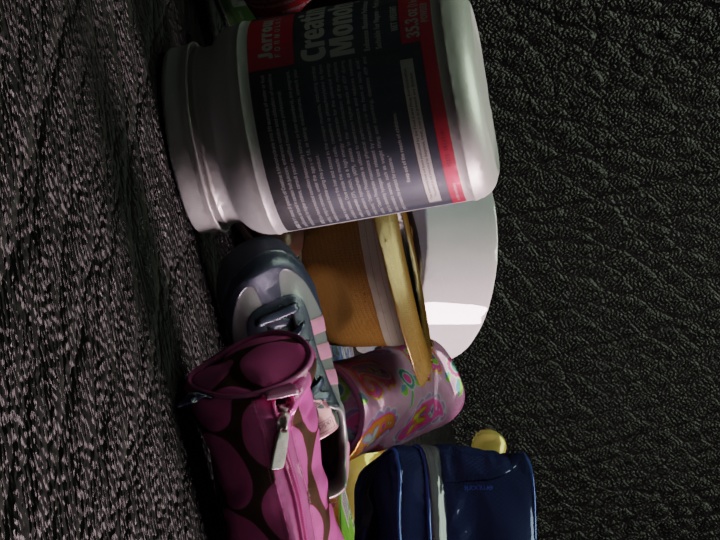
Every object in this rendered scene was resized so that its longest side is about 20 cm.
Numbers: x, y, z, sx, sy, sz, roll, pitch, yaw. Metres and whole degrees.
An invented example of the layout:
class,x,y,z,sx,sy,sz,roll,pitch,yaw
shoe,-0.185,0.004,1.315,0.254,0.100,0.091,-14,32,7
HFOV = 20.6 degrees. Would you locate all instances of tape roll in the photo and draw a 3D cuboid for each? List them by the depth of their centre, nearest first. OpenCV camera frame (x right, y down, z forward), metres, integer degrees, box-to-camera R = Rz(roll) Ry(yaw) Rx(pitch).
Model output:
class,x,y,z,sx,sy,sz,roll,pitch,yaw
tape roll,0.044,-0.020,1.735,0.202,0.071,0.203,-179,-90,-65

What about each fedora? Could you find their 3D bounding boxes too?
class,x,y,z,sx,sy,sz,roll,pitch,yaw
fedora,0.000,0.000,1.466,0.201,0.082,0.201,-12,90,-86

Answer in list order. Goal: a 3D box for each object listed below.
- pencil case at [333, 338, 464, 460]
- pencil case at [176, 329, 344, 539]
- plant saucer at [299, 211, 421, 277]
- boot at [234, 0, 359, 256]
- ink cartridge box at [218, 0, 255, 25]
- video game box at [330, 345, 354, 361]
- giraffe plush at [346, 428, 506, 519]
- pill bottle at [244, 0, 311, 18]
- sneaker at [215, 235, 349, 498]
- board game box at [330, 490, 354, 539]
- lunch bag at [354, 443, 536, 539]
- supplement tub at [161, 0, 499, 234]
class,x,y,z,sx,sy,sz,roll,pitch,yaw
pencil case,0.008,0.099,1.541,0.200,0.087,0.088,-12,92,-63
pencil case,-0.045,0.141,1.166,0.094,0.091,0.200,20,-50,54
plant saucer,-0.029,-0.034,1.576,0.200,0.037,0.201,27,53,-41
boot,-0.018,-0.123,1.384,0.064,0.200,0.187,15,50,-47
ink cartridge box,-0.099,-0.310,1.615,0.104,0.059,0.201,67,13,-64
video game box,-0.037,0.055,1.676,0.182,0.047,0.201,51,29,-83
giraffe plush,0.062,0.209,1.799,0.200,0.162,0.173,-93,172,-58
pill bottle,-0.046,-0.239,1.475,0.200,0.112,0.112,55,18,-33
sneaker,-0.042,0.068,1.330,0.082,0.070,0.200,51,-18,48
board game box,-0.016,0.261,1.599,0.200,0.030,0.096,-97,174,-58
lunch bag,0.056,0.237,1.525,0.136,0.132,0.201,124,-33,-66
supplement tub,-0.017,-0.100,1.281,0.140,0.199,0.141,-9,90,-84
